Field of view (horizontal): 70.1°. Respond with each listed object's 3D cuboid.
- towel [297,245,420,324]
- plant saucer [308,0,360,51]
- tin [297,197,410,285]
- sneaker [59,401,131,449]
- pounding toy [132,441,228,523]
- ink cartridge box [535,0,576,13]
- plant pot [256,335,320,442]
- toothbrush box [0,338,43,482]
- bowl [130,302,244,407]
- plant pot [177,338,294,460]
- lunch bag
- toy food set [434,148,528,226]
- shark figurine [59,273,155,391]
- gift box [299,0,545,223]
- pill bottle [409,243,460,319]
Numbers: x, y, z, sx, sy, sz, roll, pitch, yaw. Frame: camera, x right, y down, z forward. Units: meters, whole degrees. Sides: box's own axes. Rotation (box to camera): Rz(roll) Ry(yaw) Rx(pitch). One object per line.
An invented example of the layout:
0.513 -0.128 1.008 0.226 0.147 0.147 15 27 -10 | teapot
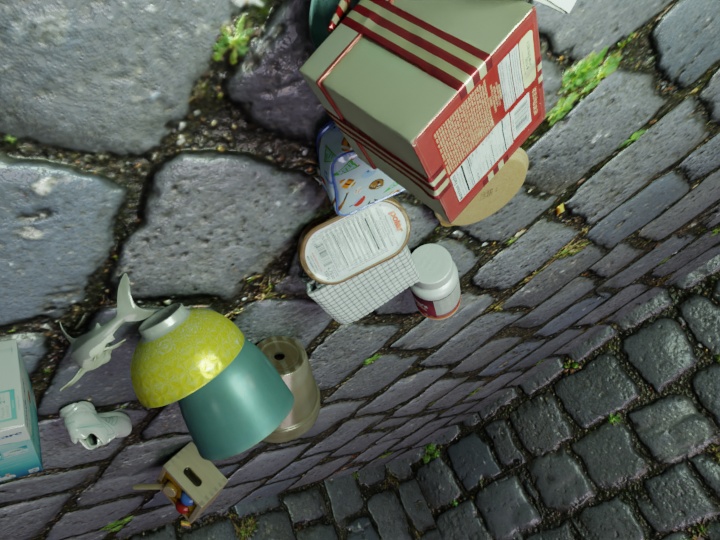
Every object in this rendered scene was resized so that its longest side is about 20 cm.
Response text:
0.000 0.000 0.972 0.199 0.086 0.166 -34 144 3 | towel
0.032 -0.296 0.557 0.198 0.036 0.201 -21 151 -12 | plant saucer
-0.010 -0.050 0.859 0.199 0.042 0.113 -27 112 -1 | tin
-0.548 0.336 1.071 0.070 0.081 0.201 -28 153 -1 | sneaker
-0.514 0.606 1.456 0.142 0.200 0.185 -39 168 -47 | pounding toy
0.154 -0.344 0.423 0.083 0.145 0.201 -4 131 -41 | ink cartridge box
-0.182 0.247 1.147 0.198 0.200 0.175 -12 131 -25 | plant pot
-0.562 0.224 0.801 0.085 0.147 0.201 -10 147 -29 | toothbrush box
-0.308 0.121 0.861 0.199 0.200 0.108 -27 110 0 | bowl
-0.246 0.218 0.952 0.199 0.162 0.201 -23 -165 6 | plant pot
0.029 -0.164 0.737 0.198 0.076 0.161 -23 154 -9 | lunch bag
0.220 -0.156 0.937 0.197 0.049 0.200 -33 151 10 | toy food set
-0.421 0.099 0.794 0.214 0.090 0.128 -40 -176 39 | shark figurine
0.075 -0.195 0.539 0.200 0.187 0.185 -46 150 -5 | gift box
0.162 0.027 1.125 0.109 0.110 0.200 -27 152 1 | pill bottle
